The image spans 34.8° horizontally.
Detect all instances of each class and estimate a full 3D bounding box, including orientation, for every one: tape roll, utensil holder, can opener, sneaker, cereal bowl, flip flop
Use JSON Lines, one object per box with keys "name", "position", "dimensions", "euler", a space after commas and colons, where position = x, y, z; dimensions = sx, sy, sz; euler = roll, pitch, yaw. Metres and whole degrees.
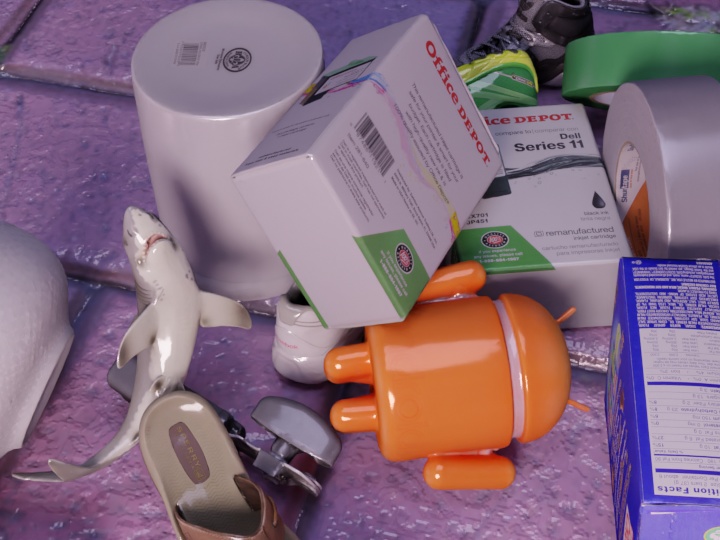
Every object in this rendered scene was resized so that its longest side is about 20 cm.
{"name": "tape roll", "position": [0.248, -0.052, 0.920], "dimensions": [0.065, 0.202, 0.202], "euler": [-3, 48, -2]}
{"name": "utensil holder", "position": [-0.101, -0.104, 0.983], "dimensions": [0.167, 0.201, 0.171], "euler": [-1, 48, 1]}
{"name": "can opener", "position": [-0.103, 0.109, 0.885], "dimensions": [0.199, 0.053, 0.067], "euler": [27, 74, 25]}
{"name": "sneaker", "position": [0.079, -0.140, 1.086], "dimensions": [0.198, 0.074, 0.084], "euler": [-24, 91, 3]}
{"name": "sneaker", "position": [0.000, 0.000, 0.952], "dimensions": [0.077, 0.100, 0.200], "euler": [24, 53, 23]}
{"name": "cereal bowl", "position": [-0.268, 0.072, 0.849], "dimensions": [0.082, 0.201, 0.202], "euler": [24, 49, -7]}
{"name": "flip flop", "position": [-0.089, 0.172, 0.798], "dimensions": [0.080, 0.058, 0.201], "euler": [-27, 80, -21]}
{"name": "tape roll", "position": [0.285, -0.176, 1.047], "dimensions": [0.198, 0.200, 0.049], "euler": [6, 91, 8]}
{"name": "sneaker", "position": [0.148, -0.231, 1.144], "dimensions": [0.198, 0.115, 0.076], "euler": [-17, 49, -13]}

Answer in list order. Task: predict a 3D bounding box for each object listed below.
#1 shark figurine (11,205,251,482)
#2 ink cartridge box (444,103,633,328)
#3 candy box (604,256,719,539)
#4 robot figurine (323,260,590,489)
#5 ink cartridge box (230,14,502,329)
{"name": "shark figurine", "position": [-0.169, 0.069, 0.865], "dimensions": [0.089, 0.127, 0.217], "euler": [17, 86, 49]}
{"name": "ink cartridge box", "position": [0.142, -0.050, 1.002], "dimensions": [0.144, 0.084, 0.202], "euler": [-5, 47, -2]}
{"name": "candy box", "position": [0.213, 0.120, 0.788], "dimensions": [0.076, 0.170, 0.202], "euler": [1, 48, 8]}
{"name": "robot figurine", "position": [0.072, 0.082, 0.868], "dimensions": [0.197, 0.118, 0.145], "euler": [-8, 42, -3]}
{"name": "ink cartridge box", "position": [0.013, -0.077, 0.873], "dimensions": [0.083, 0.146, 0.201], "euler": [-9, 33, 39]}
